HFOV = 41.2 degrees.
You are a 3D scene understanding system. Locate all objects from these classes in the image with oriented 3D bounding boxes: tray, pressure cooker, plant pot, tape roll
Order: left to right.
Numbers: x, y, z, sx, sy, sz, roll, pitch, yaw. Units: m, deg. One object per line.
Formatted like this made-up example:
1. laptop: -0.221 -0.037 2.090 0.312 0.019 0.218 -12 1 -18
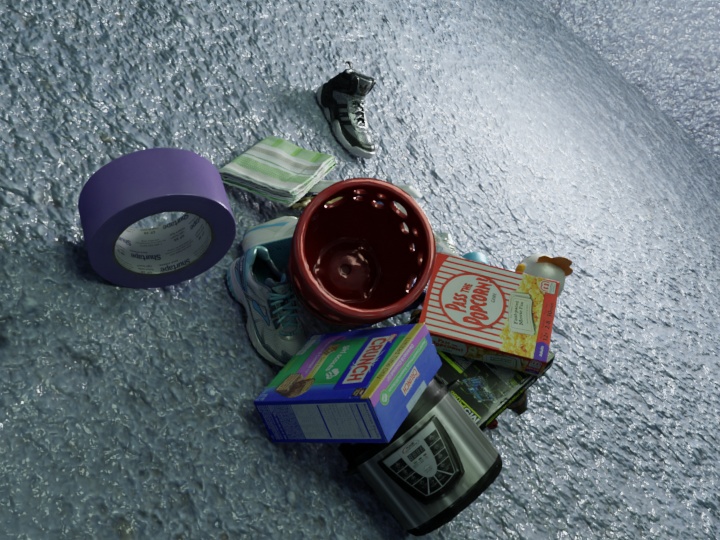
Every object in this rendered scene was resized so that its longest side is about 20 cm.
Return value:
1. tape roll: -0.274 -0.068 1.296 0.200 0.200 0.085 9 48 -40
2. plant pot: -0.006 -0.013 1.385 0.200 0.183 0.201 2 76 -9
3. tray: 0.009 -0.144 1.693 0.199 0.022 0.107 4 8 5
4. pressure cooker: 0.076 0.247 1.343 0.200 0.179 0.176 52 42 4

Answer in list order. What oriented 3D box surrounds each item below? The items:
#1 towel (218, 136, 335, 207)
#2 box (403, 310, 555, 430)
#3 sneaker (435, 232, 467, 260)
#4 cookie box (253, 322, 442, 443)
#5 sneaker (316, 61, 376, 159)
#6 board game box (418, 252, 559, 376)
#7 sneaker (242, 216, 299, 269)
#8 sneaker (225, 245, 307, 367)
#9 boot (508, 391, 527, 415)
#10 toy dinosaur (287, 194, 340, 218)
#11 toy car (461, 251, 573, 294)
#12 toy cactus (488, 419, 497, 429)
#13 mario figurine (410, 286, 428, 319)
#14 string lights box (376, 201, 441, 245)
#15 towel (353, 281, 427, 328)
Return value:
1. towel: -0.142 -0.180 1.651 0.149 0.031 0.200 21 32 12
2. box: 0.164 0.132 1.481 0.193 0.048 0.200 -39 66 -23
3. sneaker: 0.144 -0.030 1.680 0.087 0.200 0.075 -50 123 -16
4. cookie box: -0.016 0.153 1.300 0.171 0.200 0.075 -48 121 -46
5. sneaker: -0.009 -0.326 1.917 0.075 0.114 0.200 -3 55 -46
6. board game box: 0.195 0.066 1.472 0.199 0.046 0.152 13 55 5
7. sneaker: -0.089 -0.055 1.524 0.199 0.077 0.081 -8 37 -14
8. sneaker: -0.130 0.053 1.411 0.077 0.086 0.200 -17 67 -43
9. boot: 0.218 0.146 1.567 0.097 0.075 0.200 54 14 -58
10. toy dinosaur: -0.067 -0.105 1.612 0.101 0.058 0.200 -21 23 -19
11. toy car: 0.303 0.023 1.789 0.177 0.200 0.185 25 38 -28
12. toy cactus: 0.138 0.177 1.579 0.200 0.102 0.165 30 18 -16
13. mario figurine: 0.151 0.051 1.678 0.123 0.106 0.200 40 25 4
14. string lights box: 0.056 -0.073 1.661 0.103 0.059 0.200 43 -5 -16
15. towel: 0.000 0.000 1.556 0.147 0.050 0.200 -21 49 -26
